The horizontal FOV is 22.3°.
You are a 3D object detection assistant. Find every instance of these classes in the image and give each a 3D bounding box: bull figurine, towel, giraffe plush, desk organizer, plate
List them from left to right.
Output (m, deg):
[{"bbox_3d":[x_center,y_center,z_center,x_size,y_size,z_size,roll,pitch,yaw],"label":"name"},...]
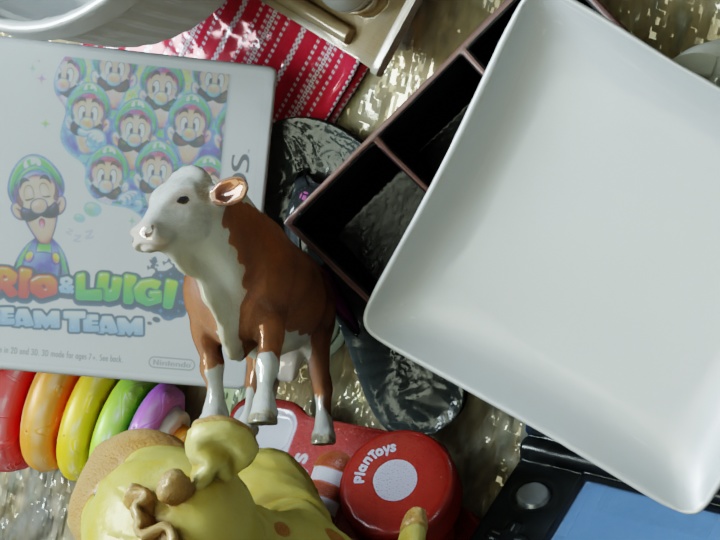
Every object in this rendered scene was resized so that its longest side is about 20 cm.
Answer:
[{"bbox_3d":[-0.080,0.142,0.882,0.199,0.162,0.174,5,64,43],"label":"giraffe plush"},{"bbox_3d":[-0.089,-0.148,1.093,0.200,0.022,0.145,43,117,17],"label":"towel"},{"bbox_3d":[-0.056,0.022,0.930,0.064,0.200,0.123,-4,79,18],"label":"bull figurine"},{"bbox_3d":[0.059,-0.065,0.955,0.200,0.077,0.072,-44,75,10],"label":"desk organizer"},{"bbox_3d":[0.127,-0.009,0.892,0.198,0.032,0.201,29,112,4],"label":"plate"}]

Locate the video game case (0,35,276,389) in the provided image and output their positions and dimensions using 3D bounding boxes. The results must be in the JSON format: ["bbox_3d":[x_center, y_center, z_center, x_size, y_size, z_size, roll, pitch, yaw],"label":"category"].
[{"bbox_3d":[-0.153,-0.033,1.025,0.198,0.024,0.184,5,92,-9],"label":"video game case"}]

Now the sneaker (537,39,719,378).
[{"bbox_3d":[0.146,-0.026,0.942,0.076,0.081,0.201,32,111,2],"label":"sneaker"}]

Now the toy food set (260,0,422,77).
[{"bbox_3d":[-0.031,-0.215,1.009,0.199,0.060,0.144,33,101,21],"label":"toy food set"}]

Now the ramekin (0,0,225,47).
[{"bbox_3d":[-0.136,-0.216,0.985,0.198,0.105,0.203,-4,82,31],"label":"ramekin"}]

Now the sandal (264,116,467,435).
[{"bbox_3d":[0.001,0.000,1.039,0.075,0.048,0.202,-29,86,14],"label":"sandal"}]

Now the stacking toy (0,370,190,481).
[{"bbox_3d":[-0.147,0.096,1.131,0.198,0.110,0.117,21,105,14],"label":"stacking toy"}]

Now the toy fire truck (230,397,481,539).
[{"bbox_3d":[-0.027,0.172,1.009,0.166,0.112,0.202,8,61,23],"label":"toy fire truck"}]

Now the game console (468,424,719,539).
[{"bbox_3d":[0.158,0.099,0.938,0.198,0.171,0.119,11,130,28],"label":"game console"}]

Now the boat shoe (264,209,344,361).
[{"bbox_3d":[-0.097,-0.008,1.091,0.198,0.075,0.066,31,155,-3],"label":"boat shoe"}]
